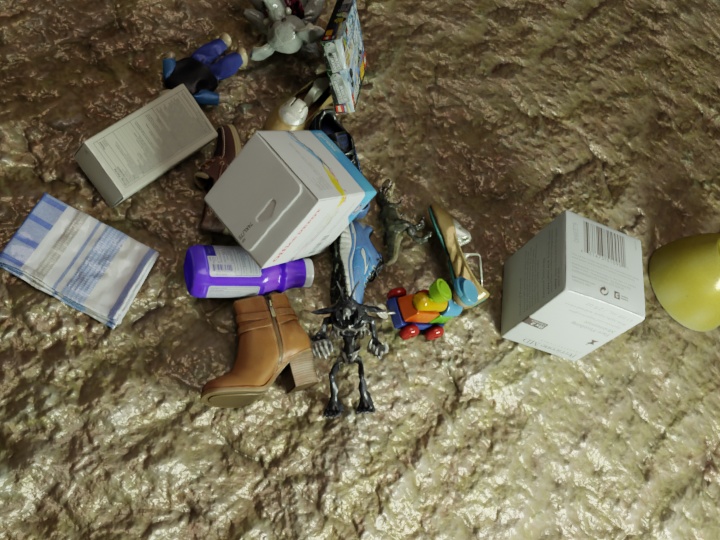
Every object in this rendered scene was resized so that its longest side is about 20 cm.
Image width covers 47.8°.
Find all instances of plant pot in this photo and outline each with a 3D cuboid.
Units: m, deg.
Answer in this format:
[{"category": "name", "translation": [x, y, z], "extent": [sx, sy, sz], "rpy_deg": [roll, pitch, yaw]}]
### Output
[{"category": "plant pot", "translation": [0.710, 0.004, 1.642], "extent": [0.198, 0.142, 0.202], "rpy_deg": [11, 60, -19]}]

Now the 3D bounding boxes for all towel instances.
[{"category": "towel", "translation": [-0.413, -0.018, 1.200], "extent": [0.199, 0.024, 0.148], "rpy_deg": [29, 55, -8]}]

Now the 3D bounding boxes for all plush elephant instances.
[{"category": "plush elephant", "translation": [-0.137, -0.456, 1.461], "extent": [0.155, 0.163, 0.201], "rpy_deg": [-76, 144, -61]}]

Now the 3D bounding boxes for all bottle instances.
[{"category": "bottle", "translation": [-0.173, 0.002, 1.272], "extent": [0.198, 0.066, 0.084], "rpy_deg": [1, 44, -25]}]

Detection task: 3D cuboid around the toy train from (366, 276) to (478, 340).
[{"category": "toy train", "translation": [0.096, 0.052, 1.312], "extent": [0.199, 0.115, 0.085], "rpy_deg": [7, 59, -48]}]

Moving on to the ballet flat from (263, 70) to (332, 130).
[{"category": "ballet flat", "translation": [-0.106, -0.302, 1.470], "extent": [0.068, 0.063, 0.200], "rpy_deg": [37, 55, 0]}]

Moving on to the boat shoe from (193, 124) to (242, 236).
[{"category": "boat shoe", "translation": [-0.236, -0.154, 1.328], "extent": [0.071, 0.072, 0.202], "rpy_deg": [7, 67, -23]}]

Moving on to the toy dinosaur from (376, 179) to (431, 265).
[{"category": "toy dinosaur", "translation": [0.075, -0.075, 1.436], "extent": [0.087, 0.048, 0.201], "rpy_deg": [5, 48, -11]}]

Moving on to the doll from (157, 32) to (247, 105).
[{"category": "doll", "translation": [-0.278, -0.337, 1.418], "extent": [0.136, 0.049, 0.200], "rpy_deg": [41, 54, 1]}]

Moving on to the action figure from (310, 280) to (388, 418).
[{"category": "action figure", "translation": [-0.015, 0.118, 1.225], "extent": [0.118, 0.102, 0.202], "rpy_deg": [-2, 91, -3]}]

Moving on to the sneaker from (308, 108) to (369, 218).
[{"category": "sneaker", "translation": [-0.035, -0.190, 1.435], "extent": [0.070, 0.078, 0.201], "rpy_deg": [-20, 74, -32]}]

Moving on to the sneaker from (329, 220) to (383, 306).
[{"category": "sneaker", "translation": [0.000, 0.000, 1.351], "extent": [0.088, 0.079, 0.202], "rpy_deg": [9, 60, -18]}]

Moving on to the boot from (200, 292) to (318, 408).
[{"category": "boot", "translation": [-0.163, 0.113, 1.212], "extent": [0.199, 0.077, 0.156], "rpy_deg": [-10, 70, -32]}]

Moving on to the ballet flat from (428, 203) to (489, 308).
[{"category": "ballet flat", "translation": [0.177, -0.032, 1.446], "extent": [0.062, 0.069, 0.202], "rpy_deg": [-18, 77, 6]}]

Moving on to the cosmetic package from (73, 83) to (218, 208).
[{"category": "cosmetic package", "translation": [-0.336, -0.198, 1.282], "extent": [0.200, 0.073, 0.104], "rpy_deg": [-40, 102, -32]}]

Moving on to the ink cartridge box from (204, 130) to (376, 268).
[{"category": "ink cartridge box", "translation": [-0.104, -0.115, 1.254], "extent": [0.146, 0.147, 0.200], "rpy_deg": [49, 25, 11]}]

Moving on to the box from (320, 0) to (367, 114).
[{"category": "box", "translation": [-0.027, -0.394, 1.481], "extent": [0.039, 0.138, 0.201], "rpy_deg": [-4, 37, 12]}]

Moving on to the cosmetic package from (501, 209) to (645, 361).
[{"category": "cosmetic package", "translation": [0.369, 0.032, 1.431], "extent": [0.164, 0.200, 0.166], "rpy_deg": [19, 56, -15]}]
